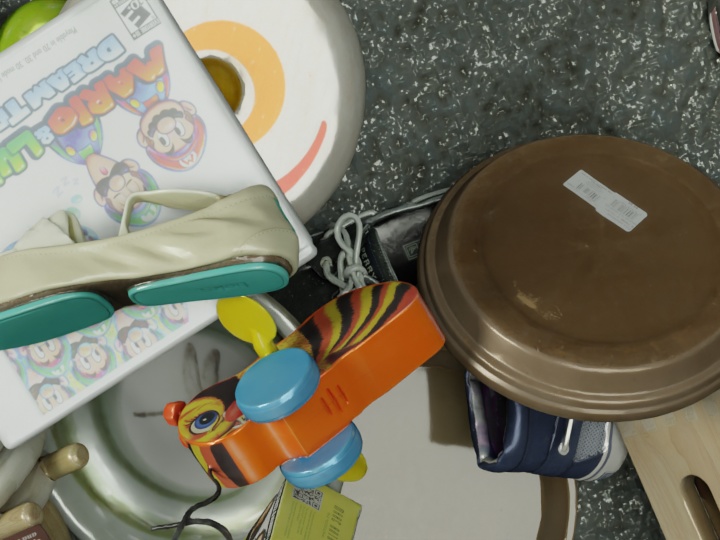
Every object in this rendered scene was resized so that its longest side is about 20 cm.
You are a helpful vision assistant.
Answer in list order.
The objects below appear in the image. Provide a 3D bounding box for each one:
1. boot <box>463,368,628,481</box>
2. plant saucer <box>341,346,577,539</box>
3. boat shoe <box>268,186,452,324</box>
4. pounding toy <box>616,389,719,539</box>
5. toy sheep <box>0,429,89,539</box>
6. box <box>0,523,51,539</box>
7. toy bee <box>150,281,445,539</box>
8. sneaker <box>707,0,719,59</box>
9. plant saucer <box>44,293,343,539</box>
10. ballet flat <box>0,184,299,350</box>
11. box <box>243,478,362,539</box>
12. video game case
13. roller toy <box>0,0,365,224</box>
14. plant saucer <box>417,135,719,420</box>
[{"bbox_3d":[0.108,0.021,1.635,0.090,0.073,0.201,5,78,-36],"label":"boot"},{"bbox_3d":[0.030,0.138,1.669,0.199,0.029,0.201,0,91,-11],"label":"plant saucer"},{"bbox_3d":[0.001,0.002,1.634,0.198,0.068,0.074,-19,80,-10],"label":"boat shoe"},{"bbox_3d":[0.243,0.144,1.646,0.184,0.142,0.201,-28,97,-41],"label":"pounding toy"},{"bbox_3d":[-0.238,0.102,1.569,0.138,0.138,0.200,-43,103,-6],"label":"toy sheep"},{"bbox_3d":[-0.197,0.244,1.546,0.100,0.075,0.201,-21,139,-22],"label":"box"},{"bbox_3d":[-0.056,0.071,1.507,0.199,0.108,0.132,-23,114,-30],"label":"toy bee"},{"bbox_3d":[0.285,-0.100,1.664,0.075,0.115,0.201,-34,97,-8],"label":"sneaker"},{"bbox_3d":[-0.097,0.083,1.611,0.199,0.050,0.201,5,109,16],"label":"plant saucer"},{"bbox_3d":[-0.131,-0.005,1.470,0.199,0.069,0.070,-11,93,2],"label":"ballet flat"},{"bbox_3d":[-0.070,0.208,1.582,0.050,0.075,0.200,28,122,-8],"label":"box"},{"bbox_3d":[-0.153,-0.033,1.506,0.199,0.024,0.183,-32,94,0],"label":"video game case"},{"bbox_3d":[-0.090,-0.100,1.586,0.199,0.140,0.183,-29,96,-9],"label":"roller toy"},{"bbox_3d":[0.132,-0.004,1.570,0.199,0.030,0.201,1,50,-2],"label":"plant saucer"}]
